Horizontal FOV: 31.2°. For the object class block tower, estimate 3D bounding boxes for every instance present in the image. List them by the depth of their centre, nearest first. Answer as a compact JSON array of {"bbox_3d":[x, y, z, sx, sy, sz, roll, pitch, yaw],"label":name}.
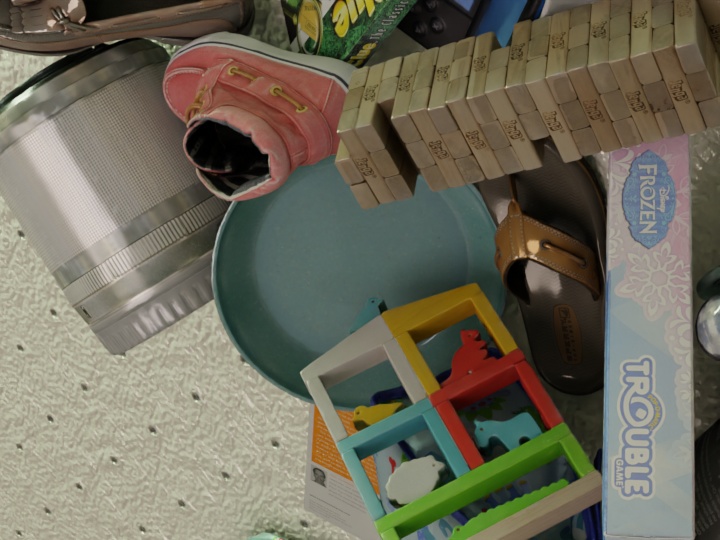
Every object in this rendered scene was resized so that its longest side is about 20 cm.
[{"bbox_3d":[0.082,-0.085,0.632,0.200,0.058,0.054,-13,131,24],"label":"block tower"}]

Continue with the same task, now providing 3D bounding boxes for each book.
[{"bbox_3d":[0.024,0.140,0.996,0.134,0.048,0.200,26,131,23],"label":"book"}]

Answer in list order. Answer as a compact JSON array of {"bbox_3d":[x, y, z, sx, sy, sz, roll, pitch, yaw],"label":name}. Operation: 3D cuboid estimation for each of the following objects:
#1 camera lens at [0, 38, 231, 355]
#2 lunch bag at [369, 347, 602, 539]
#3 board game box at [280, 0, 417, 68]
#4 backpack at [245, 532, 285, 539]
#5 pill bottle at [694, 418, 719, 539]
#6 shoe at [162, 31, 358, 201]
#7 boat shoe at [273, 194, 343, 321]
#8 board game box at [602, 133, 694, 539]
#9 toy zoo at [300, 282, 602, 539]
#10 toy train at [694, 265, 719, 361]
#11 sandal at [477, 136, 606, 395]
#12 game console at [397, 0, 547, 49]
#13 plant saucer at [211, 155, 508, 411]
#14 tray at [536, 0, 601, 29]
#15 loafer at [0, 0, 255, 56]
[{"bbox_3d":[-0.173,-0.059,0.957,0.160,0.160,0.200,-27,97,47],"label":"camera lens"},{"bbox_3d":[0.099,0.179,0.845,0.200,0.127,0.170,-126,21,-46],"label":"lunch bag"},{"bbox_3d":[0.001,-0.188,0.768,0.200,0.023,0.105,-43,58,57],"label":"board game box"},{"bbox_3d":[-0.068,0.328,1.136,0.200,0.127,0.167,28,120,27],"label":"backpack"},{"bbox_3d":[0.235,0.145,0.765,0.111,0.111,0.200,43,136,12],"label":"pill bottle"},{"bbox_3d":[-0.086,-0.099,0.815,0.200,0.091,0.072,17,130,45],"label":"shoe"},{"bbox_3d":[-0.042,-0.058,0.909,0.084,0.069,0.200,-24,99,47],"label":"boat shoe"},{"bbox_3d":[0.150,0.062,0.674,0.043,0.200,0.199,1,156,11],"label":"board game box"},{"bbox_3d":[0.046,0.088,0.798,0.200,0.131,0.020,61,176,39],"label":"toy zoo"},{"bbox_3d":[0.252,0.016,0.618,0.114,0.200,0.085,-37,59,45],"label":"toy train"},{"bbox_3d":[0.114,-0.002,0.814,0.082,0.055,0.200,2,117,34],"label":"sandal"},{"bbox_3d":[0.049,-0.184,0.715,0.171,0.118,0.200,39,135,15],"label":"game console"},{"bbox_3d":[0.000,0.000,0.878,0.200,0.036,0.200,1,111,2],"label":"plant saucer"},{"bbox_3d":[0.146,-0.147,0.611,0.107,0.022,0.200,6,145,-5],"label":"tray"},{"bbox_3d":[-0.171,-0.188,0.869,0.063,0.200,0.072,115,153,-77],"label":"loafer"}]
